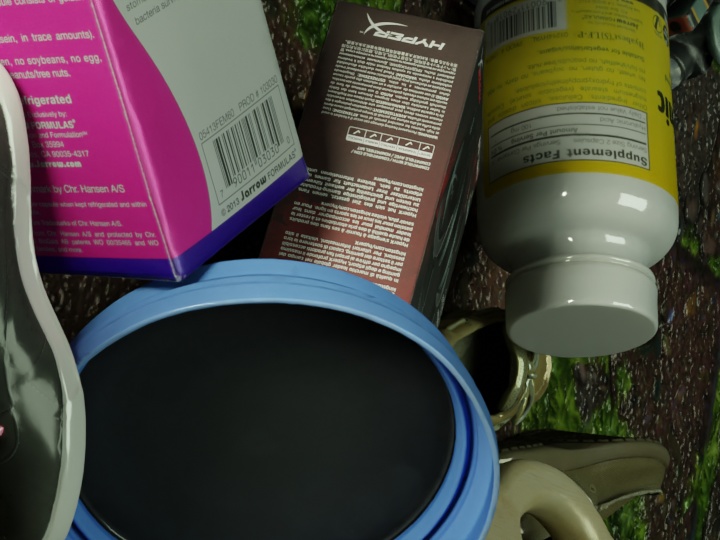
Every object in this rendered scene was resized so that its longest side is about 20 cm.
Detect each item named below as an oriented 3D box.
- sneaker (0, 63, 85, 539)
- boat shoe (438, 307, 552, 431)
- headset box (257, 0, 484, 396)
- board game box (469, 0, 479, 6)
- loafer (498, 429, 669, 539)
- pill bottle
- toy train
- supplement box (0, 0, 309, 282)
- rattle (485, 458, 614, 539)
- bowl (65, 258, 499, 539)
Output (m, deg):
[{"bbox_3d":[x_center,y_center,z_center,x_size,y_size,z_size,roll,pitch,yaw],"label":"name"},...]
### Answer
[{"bbox_3d":[-0.166,0.022,0.780,0.099,0.070,0.201,-19,102,-52],"label":"sneaker"},{"bbox_3d":[0.063,0.054,1.130,0.200,0.063,0.074,13,79,-59],"label":"boat shoe"},{"bbox_3d":[0.000,0.000,0.973,0.149,0.077,0.201,85,19,-66],"label":"headset box"},{"bbox_3d":[0.072,-0.258,1.171,0.200,0.026,0.201,24,71,-55],"label":"board game box"},{"bbox_3d":[0.110,0.130,1.205,0.200,0.076,0.068,2,90,-47],"label":"loafer"},{"bbox_3d":[0.118,-0.060,1.137,0.111,0.111,0.201,33,52,-52],"label":"pill bottle"},{"bbox_3d":[0.221,-0.203,1.361,0.114,0.085,0.200,59,46,-22],"label":"toy train"},{"bbox_3d":[-0.109,-0.108,0.829,0.101,0.103,0.201,-41,126,-47],"label":"supplement box"},{"bbox_3d":[0.043,0.149,1.076,0.200,0.143,0.131,36,62,-35],"label":"rattle"},{"bbox_3d":[-0.042,0.080,0.867,0.039,0.200,0.201,-96,164,-53],"label":"bowl"}]
